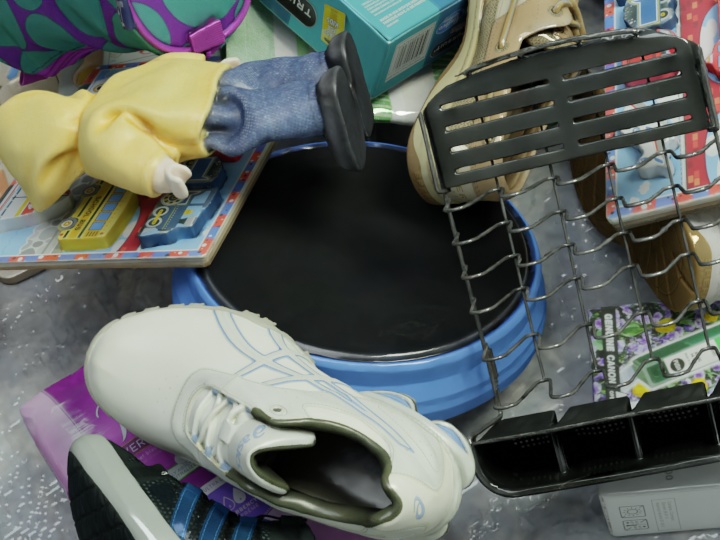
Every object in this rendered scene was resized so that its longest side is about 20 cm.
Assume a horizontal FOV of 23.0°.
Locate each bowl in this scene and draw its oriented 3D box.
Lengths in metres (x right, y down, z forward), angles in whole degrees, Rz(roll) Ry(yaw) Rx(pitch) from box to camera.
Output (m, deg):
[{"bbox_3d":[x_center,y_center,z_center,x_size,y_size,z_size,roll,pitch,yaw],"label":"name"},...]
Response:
[{"bbox_3d":[0.000,0.000,0.933,0.199,0.040,0.201,3,40,-2],"label":"bowl"}]

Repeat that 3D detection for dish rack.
[{"bbox_3d":[0.109,-0.007,0.820,0.152,0.055,0.201,-12,98,15],"label":"dish rack"}]

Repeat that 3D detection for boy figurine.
[{"bbox_3d":[-0.097,-0.071,0.907,0.198,0.065,0.125,-10,32,11],"label":"boy figurine"}]

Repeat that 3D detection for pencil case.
[{"bbox_3d":[-0.149,-0.158,1.015,0.085,0.093,0.199,-18,14,-34],"label":"pencil case"}]

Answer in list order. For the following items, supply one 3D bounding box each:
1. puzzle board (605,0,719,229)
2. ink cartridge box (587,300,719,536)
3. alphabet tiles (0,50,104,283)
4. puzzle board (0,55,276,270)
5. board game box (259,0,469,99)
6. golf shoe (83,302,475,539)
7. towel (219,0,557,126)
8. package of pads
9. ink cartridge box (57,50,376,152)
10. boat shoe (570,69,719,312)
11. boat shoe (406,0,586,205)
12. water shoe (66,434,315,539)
[{"bbox_3d":[0.194,-0.117,0.889,0.150,0.017,0.201,-15,47,23],"label":"puzzle board"},{"bbox_3d":[0.215,0.064,0.869,0.198,0.050,0.110,-7,55,13],"label":"ink cartridge box"},{"bbox_3d":[-0.234,-0.071,1.110,0.199,0.015,0.196,-25,55,-2],"label":"alphabet tiles"},{"bbox_3d":[-0.120,-0.067,0.981,0.150,0.017,0.200,-1,37,21],"label":"puzzle board"},{"bbox_3d":[-0.008,-0.204,1.022,0.200,0.047,0.151,42,53,19],"label":"board game box"},{"bbox_3d":[-0.048,0.067,0.810,0.199,0.097,0.079,18,95,16],"label":"golf shoe"},{"bbox_3d":[0.016,-0.144,1.025,0.198,0.023,0.153,4,51,-14],"label":"towel"},{"bbox_3d":[-0.076,0.118,0.902,0.120,0.076,0.200,-32,55,-10],"label":"package of pads"},{"bbox_3d":[-0.088,-0.124,1.090,0.199,0.047,0.161,-11,55,17],"label":"ink cartridge box"},{"bbox_3d":[0.166,-0.045,0.939,0.069,0.071,0.200,-4,35,-13],"label":"boat shoe"},{"bbox_3d":[0.093,-0.120,0.955,0.064,0.071,0.201,5,63,39],"label":"boat shoe"},{"bbox_3d":[-0.060,0.140,0.810,0.079,0.072,0.200,-23,49,-32],"label":"water shoe"}]
